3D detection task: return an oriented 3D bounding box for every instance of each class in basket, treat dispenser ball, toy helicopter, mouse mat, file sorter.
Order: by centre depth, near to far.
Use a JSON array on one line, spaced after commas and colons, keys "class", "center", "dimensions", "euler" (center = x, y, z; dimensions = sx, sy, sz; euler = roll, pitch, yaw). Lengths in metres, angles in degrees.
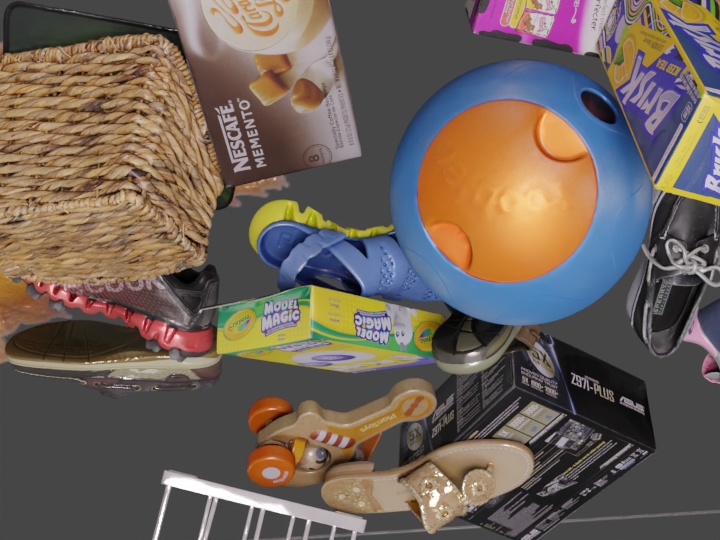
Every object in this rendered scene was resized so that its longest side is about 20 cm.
[{"class": "treat dispenser ball", "center": [0.122, -0.059, 0.814], "dimensions": [0.199, 0.201, 0.202], "euler": [-1, 125, -1]}, {"class": "basket", "center": [-0.211, -0.081, 0.839], "dimensions": [0.199, 0.150, 0.143], "euler": [-5, 155, 20]}, {"class": "mouse mat", "center": [-0.194, -0.131, 0.873], "dimensions": [0.198, 0.008, 0.162], "euler": [8, 125, -8]}, {"class": "toy helicopter", "center": [-0.010, 0.165, 1.045], "dimensions": [0.199, 0.079, 0.132], "euler": [-27, 128, 17]}, {"class": "file sorter", "center": [-0.114, 0.282, 1.050], "dimensions": [0.199, 0.125, 0.139], "euler": [16, 166, -7]}]

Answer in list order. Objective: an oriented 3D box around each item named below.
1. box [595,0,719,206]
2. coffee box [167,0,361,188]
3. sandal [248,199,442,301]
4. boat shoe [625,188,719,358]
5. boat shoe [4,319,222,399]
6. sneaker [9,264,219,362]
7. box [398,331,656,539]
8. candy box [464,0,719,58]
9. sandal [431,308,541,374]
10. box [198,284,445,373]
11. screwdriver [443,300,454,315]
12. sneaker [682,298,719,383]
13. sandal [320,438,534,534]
[{"class": "box", "center": [0.212, -0.126, 0.694], "dimensions": [0.064, 0.201, 0.070], "euler": [13, 125, -10]}, {"class": "coffee box", "center": [-0.074, -0.177, 0.794], "dimensions": [0.113, 0.080, 0.201], "euler": [-12, 125, 1]}, {"class": "sandal", "center": [0.000, 0.000, 0.923], "dimensions": [0.198, 0.087, 0.080], "euler": [7, 123, -8]}, {"class": "boat shoe", "center": [0.282, -0.012, 0.931], "dimensions": [0.073, 0.068, 0.200], "euler": [8, 124, -7]}, {"class": "boat shoe", "center": [-0.227, 0.089, 0.988], "dimensions": [0.199, 0.072, 0.066], "euler": [-1, 121, -6]}, {"class": "sneaker", "center": [-0.212, 0.000, 0.929], "dimensions": [0.199, 0.071, 0.098], "euler": [23, 104, -3]}, {"class": "box", "center": [0.154, 0.162, 1.022], "dimensions": [0.163, 0.086, 0.200], "euler": [24, 131, -17]}, {"class": "candy box", "center": [0.191, -0.229, 0.780], "dimensions": [0.198, 0.061, 0.137], "euler": [10, 125, -8]}, {"class": "sandal", "center": [0.117, 0.051, 0.906], "dimensions": [0.079, 0.201, 0.058], "euler": [-7, 107, 33]}, {"class": "box", "center": [-0.031, 0.052, 0.902], "dimensions": [0.117, 0.049, 0.199], "euler": [-12, 160, 41]}, {"class": "screwdriver", "center": [0.142, 0.086, 1.020], "dimensions": [0.028, 0.029, 0.200], "euler": [-31, 118, 19]}, {"class": "sneaker", "center": [0.380, 0.098, 1.023], "dimensions": [0.082, 0.070, 0.200], "euler": [-20, 122, 32]}, {"class": "sandal", "center": [0.058, 0.213, 0.973], "dimensions": [0.210, 0.070, 0.078], "euler": [-11, 126, 22]}]
